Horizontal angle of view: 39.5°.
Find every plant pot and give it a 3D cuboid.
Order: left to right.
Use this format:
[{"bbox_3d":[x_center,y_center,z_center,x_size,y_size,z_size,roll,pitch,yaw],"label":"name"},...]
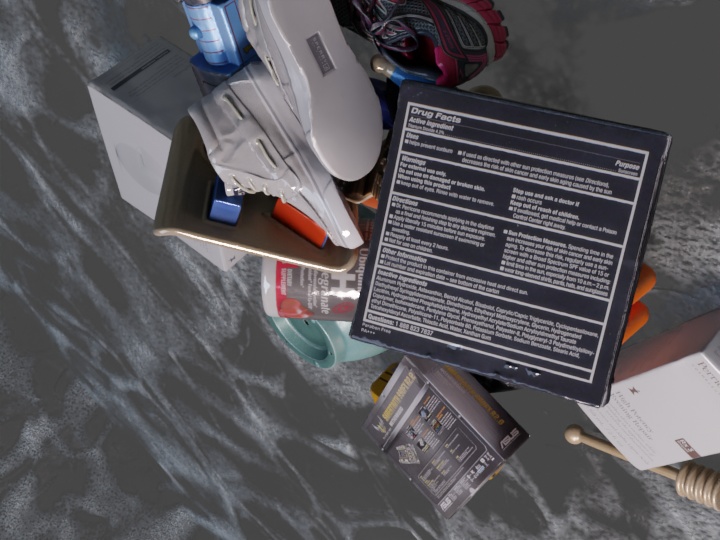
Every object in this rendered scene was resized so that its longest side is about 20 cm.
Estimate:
[{"bbox_3d":[-0.031,0.031,1.201,0.200,0.134,0.201,35,151,22],"label":"plant pot"}]

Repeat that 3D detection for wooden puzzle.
[{"bbox_3d":[-0.098,-0.089,1.016,0.199,0.186,0.046,10,134,-10],"label":"wooden puzzle"}]

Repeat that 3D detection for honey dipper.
[{"bbox_3d":[0.297,0.203,1.065,0.199,0.038,0.038,15,139,49],"label":"honey dipper"}]

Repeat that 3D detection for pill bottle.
[{"bbox_3d":[0.000,0.000,1.064,0.199,0.111,0.111,3,142,4],"label":"pill bottle"}]

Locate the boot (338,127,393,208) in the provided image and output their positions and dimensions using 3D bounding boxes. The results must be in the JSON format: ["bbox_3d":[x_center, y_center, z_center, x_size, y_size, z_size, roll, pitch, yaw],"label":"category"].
[{"bbox_3d":[0.059,-0.083,0.948,0.107,0.075,0.200,21,177,-18],"label":"boot"}]

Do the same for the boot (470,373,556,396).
[{"bbox_3d":[0.131,0.070,1.105,0.165,0.066,0.200,57,156,-14],"label":"boot"}]

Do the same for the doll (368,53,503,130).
[{"bbox_3d":[0.047,-0.155,0.928,0.199,0.049,0.136,16,157,43],"label":"doll"}]

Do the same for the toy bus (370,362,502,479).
[{"bbox_3d":[0.101,0.189,1.279,0.199,0.078,0.065,20,141,42],"label":"toy bus"}]

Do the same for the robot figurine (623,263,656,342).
[{"bbox_3d":[0.160,-0.002,0.900,0.199,0.117,0.144,29,173,34],"label":"robot figurine"}]

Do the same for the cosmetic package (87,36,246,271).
[{"bbox_3d":[-0.205,-0.142,1.232,0.200,0.123,0.200,35,150,25],"label":"cosmetic package"}]

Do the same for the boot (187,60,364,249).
[{"bbox_3d":[-0.082,-0.091,0.952,0.201,0.095,0.074,59,-177,3],"label":"boot"}]

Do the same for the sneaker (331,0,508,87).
[{"bbox_3d":[0.027,-0.217,0.854,0.199,0.075,0.081,29,148,33],"label":"sneaker"}]

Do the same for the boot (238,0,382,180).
[{"bbox_3d":[-0.046,-0.181,0.893,0.096,0.073,0.201,37,151,58],"label":"boot"}]

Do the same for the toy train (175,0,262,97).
[{"bbox_3d":[-0.119,-0.244,0.983,0.086,0.114,0.201,24,145,36],"label":"toy train"}]

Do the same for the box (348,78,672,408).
[{"bbox_3d":[0.118,-0.027,0.770,0.199,0.123,0.200,15,101,16],"label":"box"}]

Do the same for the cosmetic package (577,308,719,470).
[{"bbox_3d":[0.294,0.110,0.906,0.102,0.074,0.200,46,154,1],"label":"cosmetic package"}]

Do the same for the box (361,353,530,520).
[{"bbox_3d":[0.092,0.186,1.163,0.158,0.048,0.200,46,147,15],"label":"box"}]
